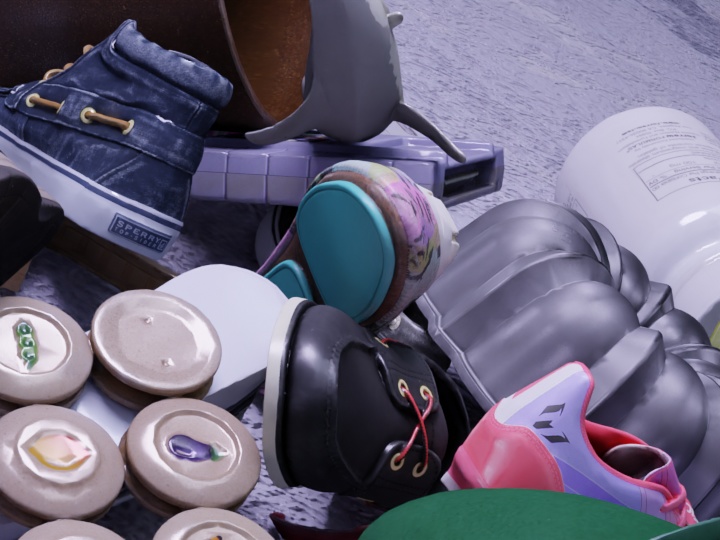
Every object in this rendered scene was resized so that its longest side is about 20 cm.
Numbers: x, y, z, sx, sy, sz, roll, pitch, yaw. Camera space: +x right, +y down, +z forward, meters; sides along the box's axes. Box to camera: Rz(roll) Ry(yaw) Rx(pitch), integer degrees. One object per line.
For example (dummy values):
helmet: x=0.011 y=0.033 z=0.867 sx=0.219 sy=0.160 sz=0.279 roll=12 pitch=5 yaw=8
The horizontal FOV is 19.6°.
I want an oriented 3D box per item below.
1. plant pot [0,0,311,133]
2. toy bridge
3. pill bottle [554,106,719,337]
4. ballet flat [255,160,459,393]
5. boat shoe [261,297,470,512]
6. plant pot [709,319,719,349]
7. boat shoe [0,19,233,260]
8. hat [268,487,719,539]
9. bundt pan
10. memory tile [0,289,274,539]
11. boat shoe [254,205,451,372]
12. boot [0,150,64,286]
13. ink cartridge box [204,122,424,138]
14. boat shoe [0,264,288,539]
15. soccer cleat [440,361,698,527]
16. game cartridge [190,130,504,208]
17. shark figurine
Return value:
plant pot: x=-0.134 y=-0.156 z=1.087 sx=0.199 sy=0.187 sz=0.187 roll=-3 pitch=14 yaw=18
toy bridge: x=-0.159 y=-0.015 z=0.950 sx=0.200 sy=0.027 sz=0.067 roll=21 pitch=19 yaw=-16
pill bottle: x=0.196 y=-0.006 z=1.226 sx=0.114 sy=0.115 sz=0.200 roll=17 pitch=23 yaw=-23
ballet flat: x=0.000 y=0.000 z=0.892 sx=0.071 sy=0.200 sz=0.069 roll=-16 pitch=75 yaw=-26
boat shoe: x=0.004 y=0.056 z=0.823 sx=0.063 sy=0.074 sz=0.201 roll=6 pitch=-11 yaw=13
plant pot: x=0.276 y=0.083 z=1.046 sx=0.200 sy=0.201 sz=0.193 roll=7 pitch=16 yaw=-41
boat shoe: x=-0.125 y=-0.074 z=0.985 sx=0.071 sy=0.091 sz=0.200 roll=26 pitch=2 yaw=-37
hat: x=0.024 y=0.084 z=0.718 sx=0.165 sy=0.200 sz=0.176 roll=16 pitch=34 yaw=-52
bundt pan: x=0.119 y=0.044 z=0.990 sx=0.202 sy=0.076 sz=0.202 roll=43 pitch=15 yaw=-14
memory tile: x=-0.099 y=0.084 z=0.698 sx=0.153 sy=0.017 sz=0.200 roll=1 pitch=46 yaw=-25
boat shoe: x=0.004 y=0.005 z=1.044 sx=0.071 sy=0.064 sz=0.200 roll=15 pitch=24 yaw=-28
boot: x=-0.192 y=-0.052 z=0.800 sx=0.151 sy=0.073 sz=0.200 roll=45 pitch=-8 yaw=2
ink cartridge box: x=-0.045 y=-0.093 z=1.253 sx=0.200 sy=0.037 sz=0.095 roll=8 pitch=27 yaw=-35
boat shoe: x=-0.108 y=0.062 z=0.781 sx=0.072 sy=0.068 sz=0.200 roll=41 pitch=44 yaw=18
soccer cleat: x=0.115 y=0.112 z=0.846 sx=0.200 sy=0.076 sz=0.067 roll=41 pitch=10 yaw=-33
game cartridge: x=-0.004 y=-0.055 z=1.097 sx=0.129 sy=0.039 sz=0.200 roll=9 pitch=8 yaw=13
shark figurine: x=-0.026 y=-0.103 z=0.957 sx=0.128 sy=0.089 sz=0.215 roll=48 pitch=-13 yaw=35
